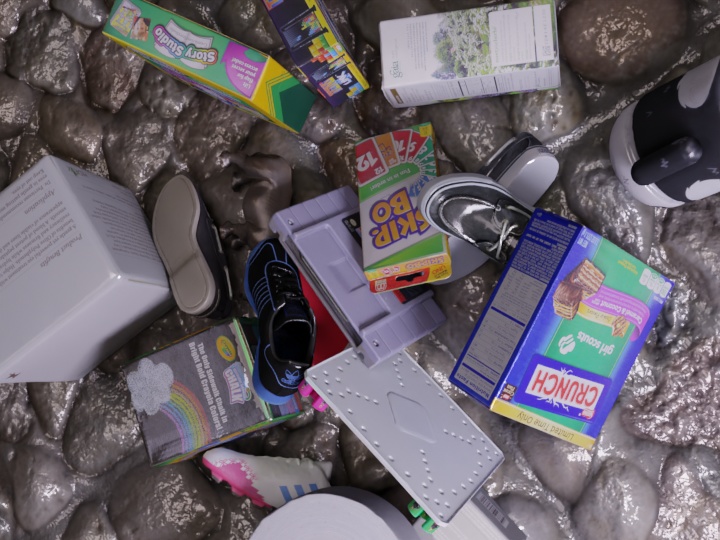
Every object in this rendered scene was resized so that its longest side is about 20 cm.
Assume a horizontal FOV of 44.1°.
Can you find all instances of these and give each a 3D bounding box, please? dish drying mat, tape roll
[{"bbox_3d":[-0.037,0.031,1.039,0.076,0.018,0.202,-6,84,-23],"label":"dish drying mat"},{"bbox_3d":[-0.027,0.332,0.929,0.198,0.066,0.203,-2,84,17],"label":"tape roll"}]

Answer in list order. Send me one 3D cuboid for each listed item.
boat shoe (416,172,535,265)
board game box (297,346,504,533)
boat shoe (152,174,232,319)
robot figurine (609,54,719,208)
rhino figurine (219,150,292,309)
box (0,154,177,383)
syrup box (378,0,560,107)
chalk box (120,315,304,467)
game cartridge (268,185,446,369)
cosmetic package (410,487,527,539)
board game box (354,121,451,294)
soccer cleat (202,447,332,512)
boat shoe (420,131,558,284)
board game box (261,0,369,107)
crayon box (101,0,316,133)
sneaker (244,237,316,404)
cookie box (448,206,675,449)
[{"bbox_3d":[0.153,-0.045,0.936,0.198,0.071,0.072,16,118,-25],"label":"boat shoe"},{"bbox_3d":[0.047,0.163,0.940,0.200,0.200,0.026,46,114,13],"label":"board game box"},{"bbox_3d":[-0.200,-0.026,1.075,0.072,0.063,0.201,-32,56,18],"label":"boat shoe"},{"bbox_3d":[0.347,-0.138,0.895,0.199,0.149,0.126,-26,55,52],"label":"robot figurine"},{"bbox_3d":[-0.120,-0.045,1.063,0.086,0.060,0.202,-3,87,16],"label":"rhino figurine"},{"bbox_3d":[-0.347,0.007,1.042,0.198,0.200,0.172,-36,77,7],"label":"box"},{"bbox_3d":[0.123,-0.244,1.008,0.198,0.081,0.080,-5,83,14],"label":"syrup box"},{"bbox_3d":[-0.148,0.130,1.025,0.198,0.124,0.126,-22,80,10],"label":"chalk box"},{"bbox_3d":[0.000,0.000,1.002,0.201,0.129,0.038,54,140,11],"label":"game cartridge"},{"bbox_3d":[0.077,0.333,0.976,0.107,0.090,0.200,45,99,13],"label":"cosmetic package"},{"bbox_3d":[0.046,-0.073,1.000,0.095,0.030,0.202,-13,60,14],"label":"board game box"},{"bbox_3d":[-0.083,0.243,1.025,0.199,0.070,0.087,31,80,-1],"label":"soccer cleat"},{"bbox_3d":[0.133,-0.071,1.003,0.200,0.071,0.068,-50,43,19],"label":"boat shoe"},{"bbox_3d":[-0.073,-0.302,1.015,0.056,0.165,0.201,-29,80,7],"label":"board game box"},{"bbox_3d":[-0.169,-0.238,1.030,0.199,0.172,0.059,26,92,14],"label":"crayon box"},{"bbox_3d":[-0.081,0.039,0.955,0.078,0.069,0.202,-49,40,46],"label":"sneaker"},{"bbox_3d":[0.210,0.064,0.920,0.075,0.170,0.201,31,95,54],"label":"cookie box"}]
